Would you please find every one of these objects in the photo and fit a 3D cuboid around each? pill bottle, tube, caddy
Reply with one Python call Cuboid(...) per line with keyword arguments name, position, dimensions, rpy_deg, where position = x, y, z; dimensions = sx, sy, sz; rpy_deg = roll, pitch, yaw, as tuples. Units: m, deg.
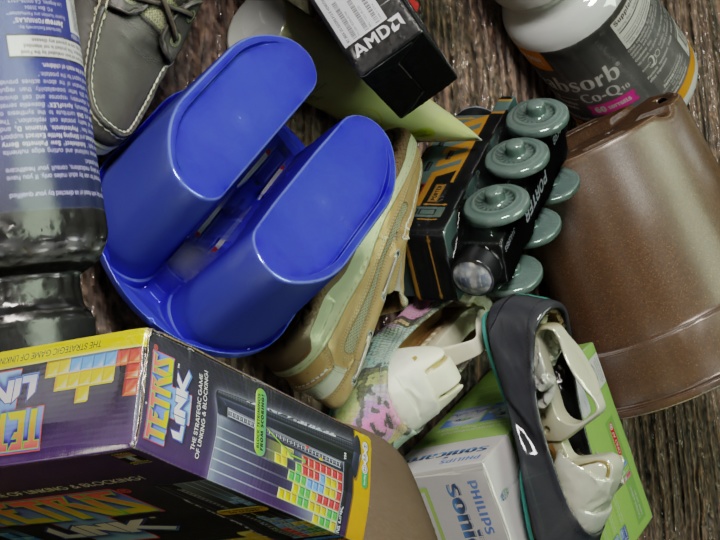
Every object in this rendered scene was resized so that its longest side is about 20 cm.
Cuboid(name="pill bottle", position=(0.183, -0.200, 1.473), dimensions=(0.200, 0.115, 0.117), rpy_deg=(43, 47, -41))
Cuboid(name="tube", position=(-0.005, -0.120, 1.204), dimensions=(0.199, 0.052, 0.058), rpy_deg=(26, 24, -47))
Cuboid(name="pill bottle", position=(-0.181, -0.052, 0.871), dimensions=(0.111, 0.111, 0.203), rpy_deg=(-3, 82, -57))
Cuboid(name="caddy", position=(-0.070, -0.041, 1.049), dimensions=(0.141, 0.105, 0.200), rpy_deg=(44, 41, -7))

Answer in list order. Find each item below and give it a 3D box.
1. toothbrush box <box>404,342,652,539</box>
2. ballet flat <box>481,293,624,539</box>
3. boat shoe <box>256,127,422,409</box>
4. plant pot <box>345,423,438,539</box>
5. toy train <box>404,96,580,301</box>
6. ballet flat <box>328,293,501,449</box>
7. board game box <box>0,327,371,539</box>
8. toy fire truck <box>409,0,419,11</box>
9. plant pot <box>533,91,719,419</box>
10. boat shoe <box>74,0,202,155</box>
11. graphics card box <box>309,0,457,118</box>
Cuboid(name="toothbrush box", position=(0.117, 0.161, 1.285), dimensions=(0.200, 0.085, 0.147), rpy_deg=(-40, 112, -55))
Cuboid(name="ballet flat", position=(0.133, 0.111, 1.190), dimensions=(0.073, 0.072, 0.202), rpy_deg=(-11, 86, -57))
Cuboid(name="boat shoe", position=(0.000, 0.000, 1.167), dimensions=(0.076, 0.071, 0.201), rpy_deg=(43, 56, -25))
Cuboid(name="plant pot", position=(-0.026, 0.181, 0.997), dimensions=(0.201, 0.199, 0.176), rpy_deg=(51, 24, -35))
Cuboid(name="toy train", position=(0.082, -0.053, 1.271), dimensions=(0.201, 0.113, 0.086), rpy_deg=(-62, 146, -46))
Cuboid(name="ballet flat", position=(0.045, 0.061, 1.220), dimensions=(0.200, 0.071, 0.070), rpy_deg=(-48, 121, -51))
Cuboid(name="board game box", position=(-0.121, 0.089, 0.839), dimensions=(0.165, 0.198, 0.057), rpy_deg=(29, 58, -48))
Cuboid(name="toy fire truck", position=(0.059, -0.244, 1.273), dimensions=(0.141, 0.049, 0.201), rpy_deg=(25, 95, -55))
Cuboid(name="plant pot", position=(0.221, -0.018, 1.417), dimensions=(0.200, 0.199, 0.200), rpy_deg=(-37, 105, -54))
Cuboid(name="boat shoe", position=(-0.123, -0.159, 1.034), dimensions=(0.072, 0.065, 0.203), rpy_deg=(43, 46, -39))
Cuboid(name="graphics card box", position=(-0.020, -0.196, 1.116), dimensions=(0.201, 0.051, 0.125), rpy_deg=(56, 6, 12))
